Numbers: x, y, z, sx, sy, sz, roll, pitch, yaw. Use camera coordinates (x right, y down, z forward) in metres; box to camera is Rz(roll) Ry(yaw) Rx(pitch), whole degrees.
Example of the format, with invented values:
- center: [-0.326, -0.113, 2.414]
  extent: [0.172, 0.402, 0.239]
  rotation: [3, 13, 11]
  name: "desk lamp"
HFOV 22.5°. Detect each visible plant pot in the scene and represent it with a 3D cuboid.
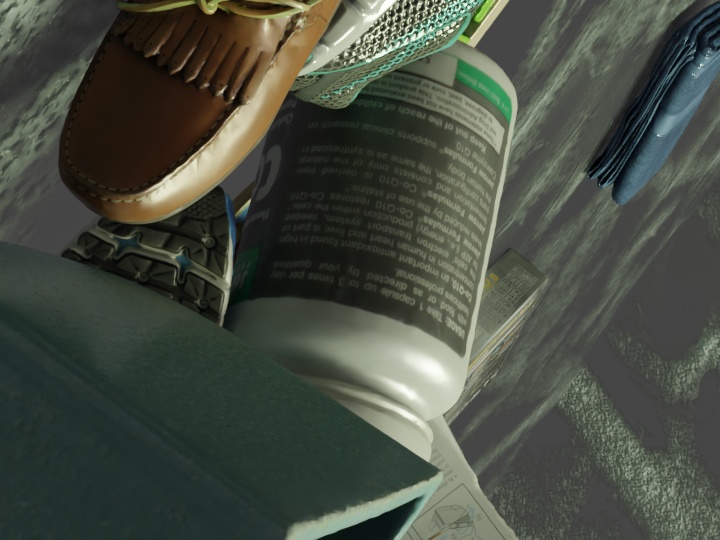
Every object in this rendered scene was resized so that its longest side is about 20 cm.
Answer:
- center: [-0.124, 0.088, 0.584]
  extent: [0.197, 0.199, 0.196]
  rotation: [-54, 168, 8]
  name: "plant pot"

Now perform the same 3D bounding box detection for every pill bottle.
- center: [0.000, 0.000, 0.810]
  extent: [0.113, 0.112, 0.202]
  rotation: [93, 9, -69]
  name: "pill bottle"

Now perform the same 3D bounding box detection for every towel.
- center: [0.287, -0.161, 1.697]
  extent: [0.112, 0.048, 0.201]
  rotation: [-39, 161, -45]
  name: "towel"

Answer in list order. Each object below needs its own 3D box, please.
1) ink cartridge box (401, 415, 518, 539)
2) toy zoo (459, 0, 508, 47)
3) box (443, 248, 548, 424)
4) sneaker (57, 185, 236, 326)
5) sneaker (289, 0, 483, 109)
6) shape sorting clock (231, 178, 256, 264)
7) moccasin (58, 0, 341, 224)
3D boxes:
- center: [-0.017, 0.122, 0.894]
  extent: [0.161, 0.201, 0.050]
  rotation: [-39, 175, 13]
  name: "ink cartridge box"
- center: [0.043, -0.171, 0.820]
  extent: [0.132, 0.020, 0.200]
  rotation: [-53, 158, 13]
  name: "toy zoo"
- center: [0.076, 0.092, 1.637]
  extent: [0.200, 0.048, 0.159]
  rotation: [-43, 164, -35]
  name: "box"
- center: [-0.105, 0.024, 0.819]
  extent: [0.201, 0.078, 0.090]
  rotation: [-59, -176, 41]
  name: "sneaker"
- center: [0.033, -0.138, 0.739]
  extent: [0.199, 0.078, 0.091]
  rotation: [-33, 157, 5]
  name: "sneaker"
- center: [-0.061, 0.016, 0.975]
  extent: [0.200, 0.039, 0.200]
  rotation: [-49, 167, -15]
  name: "shape sorting clock"
- center: [-0.039, -0.105, 0.645]
  extent: [0.202, 0.073, 0.078]
  rotation: [-50, 165, -12]
  name: "moccasin"
